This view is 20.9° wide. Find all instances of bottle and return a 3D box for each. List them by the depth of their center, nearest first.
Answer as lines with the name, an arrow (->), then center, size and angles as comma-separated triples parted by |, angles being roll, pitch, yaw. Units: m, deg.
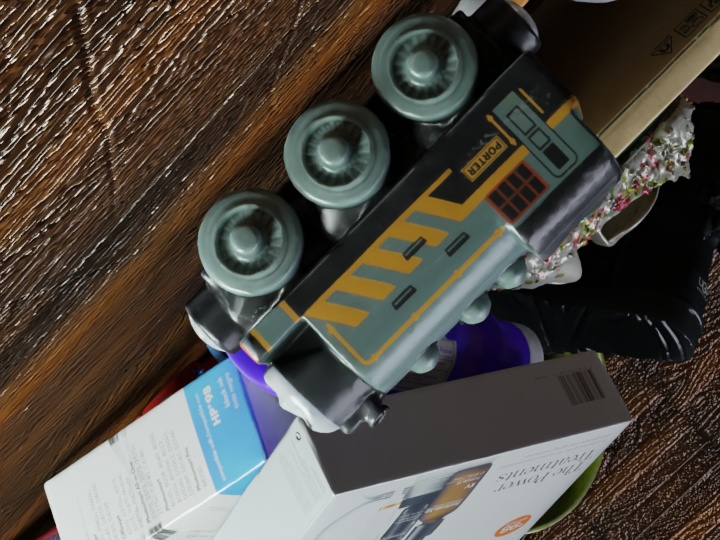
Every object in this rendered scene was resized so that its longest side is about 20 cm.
bottle -> 0.019, 0.040, 1.054 | 0.199, 0.084, 0.066 | 12, 113, -43

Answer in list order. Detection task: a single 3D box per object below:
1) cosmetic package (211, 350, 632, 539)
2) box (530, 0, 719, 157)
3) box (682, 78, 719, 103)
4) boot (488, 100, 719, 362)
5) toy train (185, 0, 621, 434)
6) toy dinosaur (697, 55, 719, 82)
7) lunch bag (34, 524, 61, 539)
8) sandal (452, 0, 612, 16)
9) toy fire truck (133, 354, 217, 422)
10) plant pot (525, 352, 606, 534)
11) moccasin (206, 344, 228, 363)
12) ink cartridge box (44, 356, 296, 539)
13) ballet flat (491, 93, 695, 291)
cosmetic package -> 0.029, 0.118, 1.056 | 0.199, 0.052, 0.151 | -10, 152, -34
box -> 0.126, -0.115, 1.080 | 0.200, 0.021, 0.164 | -45, -153, 4
box -> 0.273, -0.215, 1.290 | 0.200, 0.128, 0.109 | -48, 174, 34
boot -> 0.149, -0.031, 1.202 | 0.073, 0.197, 0.163 | 57, 48, -47
toy train -> 0.018, -0.023, 0.841 | 0.200, 0.114, 0.085 | -45, 170, 2
toy dinosaur -> 0.147, -0.144, 1.210 | 0.135, 0.103, 0.200 | -28, -151, -19
lunch bag -> -0.172, 0.225, 1.266 | 0.199, 0.082, 0.177 | -28, 155, -24
sandal -> 0.103, -0.146, 0.868 | 0.079, 0.059, 0.207 | -42, 174, -27
toy fire truck -> -0.048, 0.039, 1.214 | 0.200, 0.049, 0.141 | -39, 172, -45
plant pot -> 0.034, 0.092, 1.331 | 0.199, 0.188, 0.187 | -15, -160, 51
moccasin -> 0.000, 0.000, 1.120 | 0.200, 0.080, 0.068 | -41, 167, -39
ink cartridge box -> -0.095, 0.124, 1.105 | 0.200, 0.067, 0.116 | -34, 156, 29
ballet flat -> 0.122, -0.032, 1.104 | 0.200, 0.064, 0.075 | -36, -147, -22
